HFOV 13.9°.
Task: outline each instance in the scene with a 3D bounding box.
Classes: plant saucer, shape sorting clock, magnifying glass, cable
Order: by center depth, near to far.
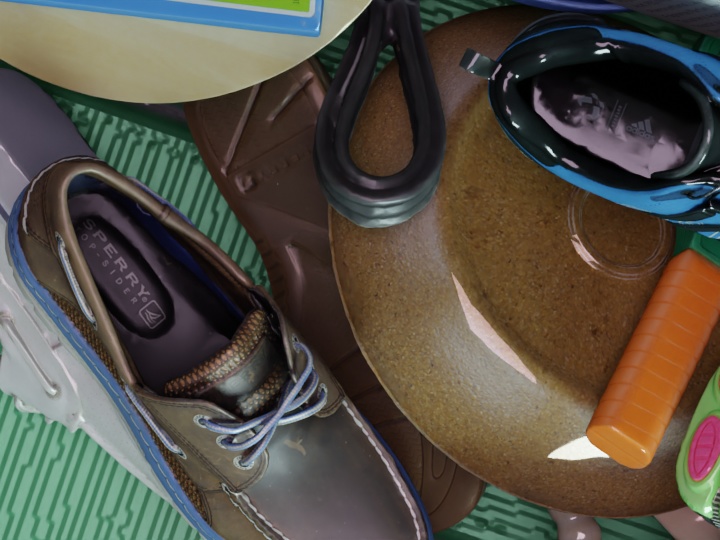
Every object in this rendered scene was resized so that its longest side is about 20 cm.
[{"bbox_3d":[-0.074,-0.155,1.010,0.199,0.039,0.201,2,114,5],"label":"shape sorting clock"},{"bbox_3d":[0.130,-0.016,1.061,0.080,0.022,0.200,34,59,-8],"label":"magnifying glass"},{"bbox_3d":[0.087,-0.012,1.072,0.200,0.035,0.201,8,68,-20],"label":"plant saucer"},{"bbox_3d":[0.006,-0.099,1.076,0.097,0.050,0.200,-7,61,-17],"label":"cable"}]

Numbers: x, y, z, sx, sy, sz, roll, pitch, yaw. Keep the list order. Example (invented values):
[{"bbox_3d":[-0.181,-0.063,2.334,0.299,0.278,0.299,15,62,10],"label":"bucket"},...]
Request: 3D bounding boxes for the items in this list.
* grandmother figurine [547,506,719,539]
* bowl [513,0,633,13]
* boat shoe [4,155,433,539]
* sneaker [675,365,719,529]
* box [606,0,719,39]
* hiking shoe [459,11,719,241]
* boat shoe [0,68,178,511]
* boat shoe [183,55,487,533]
[{"bbox_3d":[0.112,0.059,1.110,0.121,0.061,0.200,-41,86,-27],"label":"grandmother figurine"},{"bbox_3d":[0.077,-0.191,1.057,0.200,0.039,0.201,0,89,-13],"label":"bowl"},{"bbox_3d":[-0.049,0.042,1.035,0.200,0.072,0.072,44,75,-1],"label":"boat shoe"},{"bbox_3d":[0.190,0.046,1.060,0.200,0.084,0.077,-31,46,-34],"label":"sneaker"},{"bbox_3d":[0.145,-0.185,0.949,0.130,0.200,0.199,16,86,-13],"label":"box"},{"bbox_3d":[0.132,-0.032,0.991,0.200,0.087,0.075,15,99,12],"label":"hiking shoe"},{"bbox_3d":[-0.105,0.024,1.111,0.070,0.071,0.200,-33,94,27],"label":"boat shoe"},{"bbox_3d":[0.000,0.000,1.103,0.073,0.063,0.200,-20,90,18],"label":"boat shoe"}]
